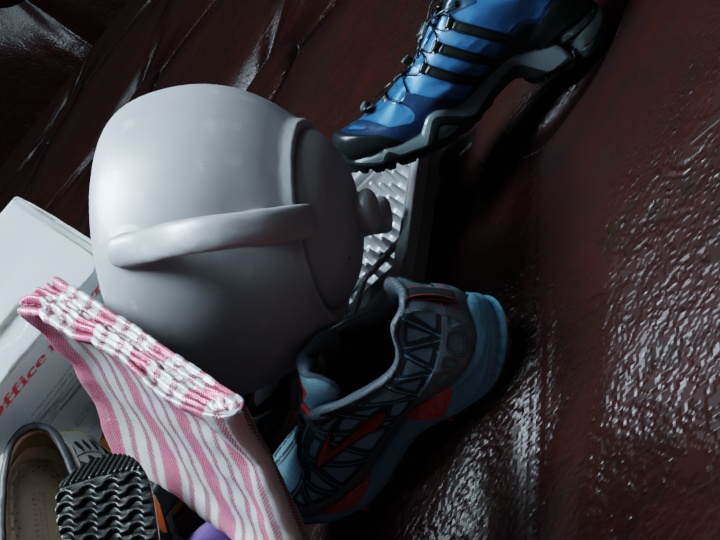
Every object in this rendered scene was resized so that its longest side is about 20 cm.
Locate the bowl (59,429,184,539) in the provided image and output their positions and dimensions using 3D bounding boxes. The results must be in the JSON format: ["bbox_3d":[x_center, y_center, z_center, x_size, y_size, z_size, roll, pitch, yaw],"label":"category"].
[{"bbox_3d":[-0.171,0.216,1.003,0.200,0.093,0.204,7,-90,-73],"label":"bowl"}]

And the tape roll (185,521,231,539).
[{"bbox_3d":[-0.090,0.245,0.860,0.200,0.065,0.201,-48,21,25],"label":"tape roll"}]

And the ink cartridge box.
[{"bbox_3d":[-0.226,0.063,1.009,0.146,0.083,0.201,-53,-17,-19],"label":"ink cartridge box"}]

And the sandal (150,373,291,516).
[{"bbox_3d":[-0.091,0.109,0.960,0.201,0.048,0.075,-52,13,-15],"label":"sandal"}]

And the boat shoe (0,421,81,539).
[{"bbox_3d":[-0.182,0.185,0.882,0.061,0.073,0.202,98,164,-54],"label":"boat shoe"}]

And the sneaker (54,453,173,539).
[{"bbox_3d":[-0.120,0.205,0.818,0.069,0.090,0.202,-16,53,3],"label":"sneaker"}]

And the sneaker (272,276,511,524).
[{"bbox_3d":[-0.009,0.069,0.858,0.200,0.095,0.080,-47,39,28],"label":"sneaker"}]

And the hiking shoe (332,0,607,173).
[{"bbox_3d":[0.058,-0.140,0.962,0.199,0.087,0.074,-33,18,-1],"label":"hiking shoe"}]

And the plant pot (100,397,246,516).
[{"bbox_3d":[-0.213,0.086,1.209,0.200,0.182,0.201,-47,22,26],"label":"plant pot"}]

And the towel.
[{"bbox_3d":[-0.101,0.092,0.797,0.030,0.147,0.199,-40,40,-22],"label":"towel"}]

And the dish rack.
[{"bbox_3d":[0.000,0.000,1.041,0.172,0.043,0.201,-44,24,36],"label":"dish rack"}]

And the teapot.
[{"bbox_3d":[-0.060,-0.022,0.862,0.144,0.198,0.202,-9,45,14],"label":"teapot"}]
